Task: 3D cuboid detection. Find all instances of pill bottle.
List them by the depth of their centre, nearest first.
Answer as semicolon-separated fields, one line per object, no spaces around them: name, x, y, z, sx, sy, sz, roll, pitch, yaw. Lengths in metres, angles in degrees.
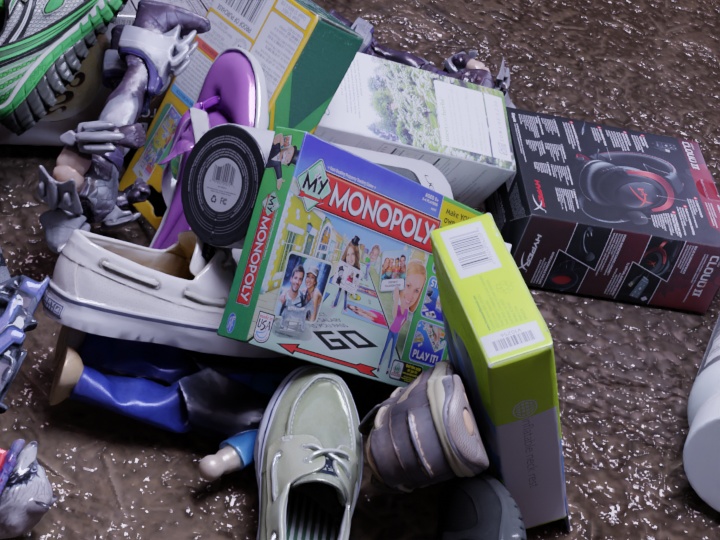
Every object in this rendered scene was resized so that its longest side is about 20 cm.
pill bottle;0.302;0.085;1.106;0.114;0.114;0.200;26;39;9

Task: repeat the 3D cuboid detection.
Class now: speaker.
speaker;-0.024;-0.048;1.043;0.200;0.081;0.081;6;35;-49

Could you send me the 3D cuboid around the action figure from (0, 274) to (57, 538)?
action figure;-0.258;0.086;0.890;0.193;0.105;0.200;29;64;5

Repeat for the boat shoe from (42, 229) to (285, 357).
boat shoe;-0.109;0.010;1.000;0.200;0.070;0.071;11;14;-35

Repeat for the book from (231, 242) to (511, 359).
book;0.008;-0.001;1.149;0.200;0.048;0.134;16;37;2

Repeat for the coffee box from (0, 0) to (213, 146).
coffee box;-0.204;-0.161;1.185;0.200;0.113;0.080;1;28;-22

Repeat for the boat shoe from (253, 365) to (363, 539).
boat shoe;-0.027;0.137;0.922;0.072;0.062;0.200;19;50;-17

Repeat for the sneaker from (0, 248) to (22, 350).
sneaker;-0.270;-0.032;1.011;0.075;0.114;0.200;-8;45;-29

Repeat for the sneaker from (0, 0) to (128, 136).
sneaker;-0.212;-0.198;1.076;0.085;0.200;0.078;37;-9;-19

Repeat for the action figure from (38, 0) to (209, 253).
action figure;-0.173;-0.092;1.068;0.069;0.130;0.200;21;68;-5

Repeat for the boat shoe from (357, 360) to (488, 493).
boat shoe;0.034;0.099;0.955;0.073;0.200;0.075;-18;83;1

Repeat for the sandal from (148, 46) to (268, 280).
sandal;-0.115;-0.062;1.056;0.082;0.203;0.050;10;-7;44

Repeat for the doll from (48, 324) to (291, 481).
doll;-0.100;0.083;0.997;0.200;0.049;0.137;14;34;-16

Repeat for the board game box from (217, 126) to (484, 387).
board game box;0.000;0.000;0.998;0.029;0.135;0.200;13;-4;41

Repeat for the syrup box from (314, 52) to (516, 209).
syrup box;0.018;-0.111;1.204;0.200;0.081;0.079;10;58;-28

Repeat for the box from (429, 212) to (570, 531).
box;0.092;0.075;0.987;0.048;0.200;0.122;-17;46;-5

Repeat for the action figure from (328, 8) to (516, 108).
action figure;0.053;-0.168;1.348;0.200;0.069;0.130;25;32;2

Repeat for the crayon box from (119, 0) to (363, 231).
crayon box;-0.092;-0.114;1.125;0.052;0.200;0.126;19;16;-42

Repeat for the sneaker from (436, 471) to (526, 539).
sneaker;0.054;0.195;0.906;0.082;0.073;0.200;10;38;-8

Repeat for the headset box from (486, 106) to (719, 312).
headset box;0.211;-0.049;1.259;0.199;0.075;0.149;8;40;-13
